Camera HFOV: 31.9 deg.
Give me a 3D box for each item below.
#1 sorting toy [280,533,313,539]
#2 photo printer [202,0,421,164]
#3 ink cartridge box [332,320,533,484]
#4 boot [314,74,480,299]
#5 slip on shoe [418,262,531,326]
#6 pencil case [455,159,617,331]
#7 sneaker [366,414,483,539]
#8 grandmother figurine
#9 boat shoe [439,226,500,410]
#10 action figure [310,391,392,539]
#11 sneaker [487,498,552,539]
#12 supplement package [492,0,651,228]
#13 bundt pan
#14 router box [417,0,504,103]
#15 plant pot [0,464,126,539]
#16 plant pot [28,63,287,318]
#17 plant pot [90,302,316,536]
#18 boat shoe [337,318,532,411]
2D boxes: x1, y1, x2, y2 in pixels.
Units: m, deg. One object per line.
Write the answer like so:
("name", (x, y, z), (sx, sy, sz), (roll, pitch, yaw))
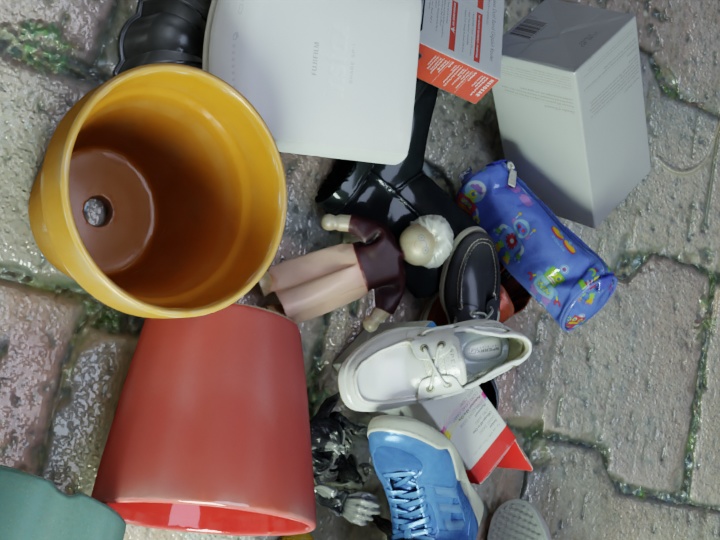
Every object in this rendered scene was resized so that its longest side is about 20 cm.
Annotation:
("sorting toy", (-0.040, 0.315, 1.149), (0.199, 0.179, 0.108), (-26, 101, -34))
("photo printer", (-0.046, -0.189, 1.143), (0.198, 0.069, 0.169), (5, 92, -26))
("ink cartridge box", (0.075, 0.148, 1.281), (0.067, 0.116, 0.201), (-45, 110, -27))
("boot", (0.063, -0.092, 1.315), (0.168, 0.076, 0.201), (40, 70, -23))
("slip on shoe", (0.134, 0.035, 1.366), (0.199, 0.061, 0.075), (-36, 108, -30))
("pencil case", (0.185, -0.033, 1.337), (0.078, 0.087, 0.200), (-20, 61, -41))
("sneaker", (0.053, 0.225, 1.165), (0.201, 0.076, 0.112), (59, 40, -45))
("grandmother figurine", (0.000, 0.000, 1.233), (0.198, 0.061, 0.123), (-22, 108, -7))
("boat shoe", (0.124, 0.057, 1.293), (0.072, 0.063, 0.203), (-9, 112, -29))
("action figure", (0.002, 0.197, 1.237), (0.200, 0.101, 0.120), (42, 62, -28))
("sneaker", (0.195, 0.355, 1.384), (0.105, 0.075, 0.203), (34, 40, -64))
("supplement package", (0.229, -0.170, 1.371), (0.121, 0.119, 0.202), (-42, 134, -30))
("bundt pan", (-0.127, -0.186, 1.192), (0.200, 0.075, 0.205), (4, 83, -34))
("router box", (0.062, -0.293, 1.295), (0.178, 0.049, 0.202), (21, 56, -21))
("plant pot", (-0.283, 0.269, 0.988), (0.199, 0.199, 0.198), (32, 62, -29))
("plant pot", (-0.192, -0.057, 1.071), (0.198, 0.182, 0.203), (4, 83, -34))
("plant pot", (-0.129, 0.131, 1.110), (0.199, 0.200, 0.180), (16, 67, -33))
("boat shoe", (0.073, 0.083, 1.173), (0.198, 0.069, 0.072), (-15, 96, -30))
